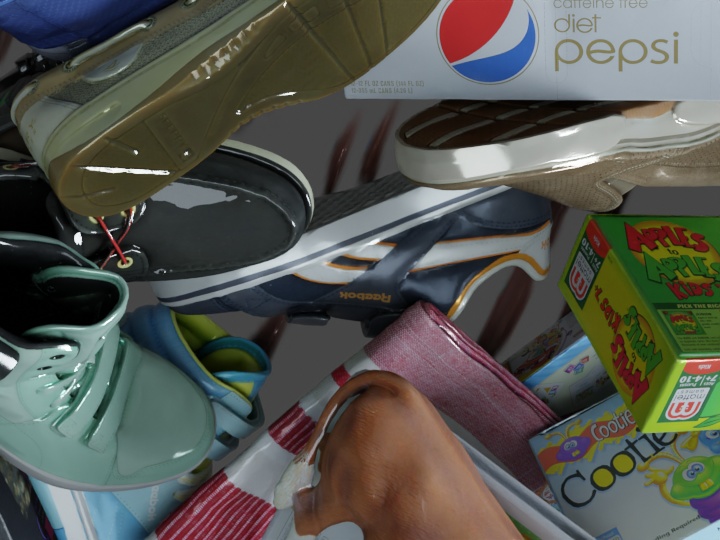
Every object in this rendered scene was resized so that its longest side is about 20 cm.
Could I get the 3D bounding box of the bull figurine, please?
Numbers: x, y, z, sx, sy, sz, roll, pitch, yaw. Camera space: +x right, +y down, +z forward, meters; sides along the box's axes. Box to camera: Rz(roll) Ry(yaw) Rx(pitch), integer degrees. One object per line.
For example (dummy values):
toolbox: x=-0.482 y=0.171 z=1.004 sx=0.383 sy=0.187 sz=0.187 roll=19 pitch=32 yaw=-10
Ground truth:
bull figurine: x=0.037 y=0.141 z=0.752 sx=0.121 sy=0.065 sz=0.200 roll=-38 pitch=76 yaw=35

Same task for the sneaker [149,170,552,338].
sneaker: x=0.000 y=0.000 z=0.853 sx=0.200 sy=0.078 sz=0.080 roll=-17 pitch=107 yaw=2

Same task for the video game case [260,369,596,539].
video game case: x=0.028 y=0.175 z=0.821 sx=0.182 sy=0.022 sz=0.200 roll=36 pitch=118 yaw=16

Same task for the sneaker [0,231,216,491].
sneaker: x=-0.117 y=0.044 z=0.745 sx=0.200 sy=0.074 sz=0.118 roll=26 pitch=152 yaw=-39

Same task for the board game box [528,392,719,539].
board game box: x=0.179 y=0.155 z=0.874 sx=0.105 sy=0.103 sz=0.200 roll=-29 pitch=127 yaw=5

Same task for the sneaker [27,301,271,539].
sneaker: x=-0.091 y=0.106 z=0.891 sx=0.130 sy=0.080 sz=0.200 roll=-20 pitch=113 yaw=6

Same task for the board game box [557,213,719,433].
board game box: x=0.207 y=0.022 z=0.830 sx=0.200 sy=0.102 sz=0.048 roll=0 pitch=130 yaw=-23

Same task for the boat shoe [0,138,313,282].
boat shoe: x=-0.122 y=-0.019 z=0.775 sx=0.201 sy=0.063 sz=0.074 roll=1 pitch=122 yaw=0

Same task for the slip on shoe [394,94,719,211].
slip on shoe: x=0.104 y=-0.055 z=0.809 sx=0.200 sy=0.076 sz=0.061 roll=-17 pitch=117 yaw=-35

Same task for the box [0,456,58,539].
box: x=-0.227 y=0.118 z=0.872 sx=0.122 sy=0.106 sz=0.200 roll=-18 pitch=112 yaw=3

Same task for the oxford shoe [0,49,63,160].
oxford shoe: x=-0.145 y=-0.059 z=0.828 sx=0.200 sy=0.073 sz=0.085 roll=-20 pitch=117 yaw=16

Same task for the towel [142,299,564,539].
towel: x=0.001 y=0.115 z=0.870 sx=0.200 sy=0.023 sz=0.144 roll=-41 pitch=127 yaw=13

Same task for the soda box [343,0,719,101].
soda box: x=0.093 y=-0.116 z=0.789 sx=0.199 sy=0.068 sz=0.064 roll=1 pitch=114 yaw=14

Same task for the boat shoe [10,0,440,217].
boat shoe: x=-0.052 y=-0.100 z=0.737 sx=0.200 sy=0.063 sz=0.073 roll=-35 pitch=149 yaw=-3

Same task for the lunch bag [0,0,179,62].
lunch bag: x=-0.106 y=-0.178 z=0.734 sx=0.200 sy=0.132 sz=0.136 roll=-34 pitch=75 yaw=12

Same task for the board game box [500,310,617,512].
board game box: x=0.104 y=0.111 z=0.930 sx=0.200 sy=0.034 sz=0.135 roll=-37 pitch=110 yaw=11
